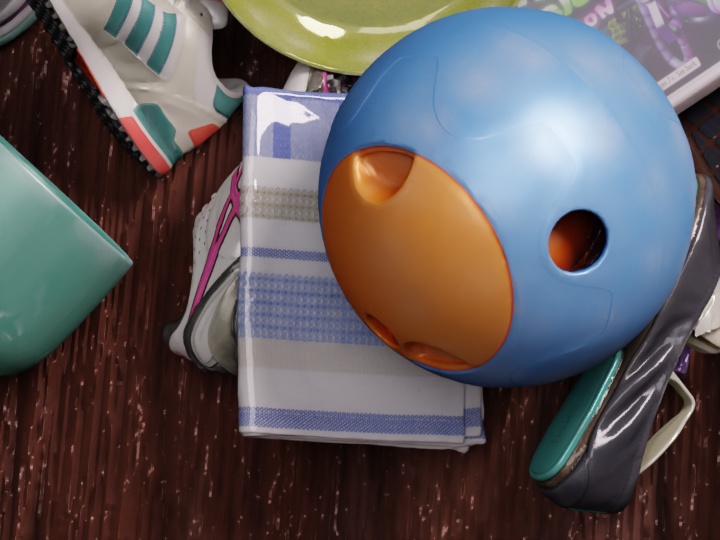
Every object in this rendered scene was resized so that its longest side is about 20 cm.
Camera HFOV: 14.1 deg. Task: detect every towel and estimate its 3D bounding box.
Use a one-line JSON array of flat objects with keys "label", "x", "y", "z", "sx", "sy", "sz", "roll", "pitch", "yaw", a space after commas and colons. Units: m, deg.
[{"label": "towel", "x": 0.000, "y": 0.000, "z": 1.624, "sx": 0.146, "sy": 0.024, "sz": 0.201, "roll": 3, "pitch": 81, "yaw": -20}]

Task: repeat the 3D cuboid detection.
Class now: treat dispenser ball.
[{"label": "treat dispenser ball", "x": 0.076, "y": -0.038, "z": 1.537, "sx": 0.200, "sy": 0.201, "sz": 0.202, "roll": -2, "pitch": 77, "yaw": 7}]

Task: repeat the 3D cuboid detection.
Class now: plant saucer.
[{"label": "plant saucer", "x": 0.007, "y": -0.205, "z": 1.624, "sx": 0.199, "sy": 0.031, "sz": 0.201, "roll": -1, "pitch": 119, "yaw": -3}]

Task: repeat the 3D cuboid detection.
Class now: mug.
[{"label": "mug", "x": -0.224, "y": -0.015, "z": 1.663, "sx": 0.152, "sy": 0.185, "sz": 0.114, "roll": 43, "pitch": 88, "yaw": -11}]

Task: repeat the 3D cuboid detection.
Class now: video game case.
[{"label": "video game case", "x": 0.135, "y": -0.164, "z": 1.643, "sx": 0.200, "sy": 0.023, "sz": 0.182, "roll": -34, "pitch": 70, "yaw": 19}]

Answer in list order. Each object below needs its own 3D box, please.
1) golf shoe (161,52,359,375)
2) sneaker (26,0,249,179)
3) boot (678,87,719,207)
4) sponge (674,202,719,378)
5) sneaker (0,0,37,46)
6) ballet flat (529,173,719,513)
[{"label": "golf shoe", "x": -0.058, "y": -0.037, "z": 1.673, "sx": 0.092, "sy": 0.073, "sz": 0.201, "roll": 8, "pitch": 71, "yaw": 32}, {"label": "sneaker", "x": -0.132, "y": -0.151, "z": 1.667, "sx": 0.093, "sy": 0.200, "sz": 0.070, "roll": -35, "pitch": 34, "yaw": -9}, {"label": "boot", "x": 0.253, "y": -0.030, "z": 1.638, "sx": 0.075, "sy": 0.097, "sz": 0.200, "roll": -42, "pitch": 54, "yaw": -1}, {"label": "sponge", "x": 0.103, "y": -0.013, "z": 1.670, "sx": 0.199, "sy": 0.030, "sz": 0.112, "roll": 12, "pitch": 80, "yaw": 9}, {"label": "sneaker", "x": -0.184, "y": -0.224, "z": 1.694, "sx": 0.078, "sy": 0.140, "sz": 0.200, "roll": 39, "pitch": 85, "yaw": 17}, {"label": "ballet flat", "x": 0.162, "y": 0.046, "z": 1.608, "sx": 0.073, "sy": 0.073, "sz": 0.201, "roll": 25, "pitch": 81, "yaw": 12}]
